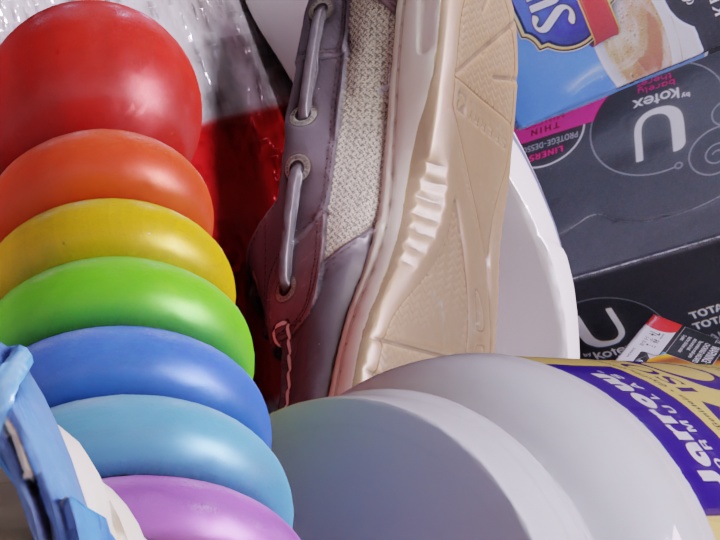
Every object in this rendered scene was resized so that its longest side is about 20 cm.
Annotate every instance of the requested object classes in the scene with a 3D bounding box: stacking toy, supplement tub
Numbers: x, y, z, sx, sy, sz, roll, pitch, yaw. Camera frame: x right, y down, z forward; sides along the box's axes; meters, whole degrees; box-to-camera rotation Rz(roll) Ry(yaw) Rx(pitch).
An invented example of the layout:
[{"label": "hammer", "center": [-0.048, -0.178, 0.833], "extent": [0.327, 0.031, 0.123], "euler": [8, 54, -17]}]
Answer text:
[{"label": "stacking toy", "center": [-0.058, 0.020, 0.636], "extent": [0.085, 0.085, 0.201], "euler": [53, 20, -46]}, {"label": "supplement tub", "center": [0.055, 0.094, 0.725], "extent": [0.200, 0.145, 0.146], "euler": [5, 68, -53]}]

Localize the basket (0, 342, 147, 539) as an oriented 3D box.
[{"label": "basket", "center": [-0.088, 0.089, 0.364], "extent": [0.200, 0.139, 0.177], "euler": [50, 23, -62]}]

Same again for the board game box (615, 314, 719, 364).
[{"label": "board game box", "center": [0.127, 0.077, 0.932], "extent": [0.200, 0.126, 0.035], "euler": [-40, 149, -66]}]

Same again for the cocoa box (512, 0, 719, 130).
[{"label": "cocoa box", "center": [0.085, -0.161, 1.050], "extent": [0.200, 0.131, 0.134], "euler": [-94, 162, -68]}]

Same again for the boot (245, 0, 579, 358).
[{"label": "boot", "center": [0.029, -0.045, 0.926], "extent": [0.201, 0.072, 0.090], "euler": [70, 24, -8]}]

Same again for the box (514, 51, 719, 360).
[{"label": "box", "center": [0.141, 0.015, 1.122], "extent": [0.200, 0.122, 0.106], "euler": [55, 26, -44]}]

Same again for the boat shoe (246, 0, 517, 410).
[{"label": "boat shoe", "center": [0.000, 0.000, 0.822], "extent": [0.072, 0.065, 0.201], "euler": [33, 61, -55]}]
